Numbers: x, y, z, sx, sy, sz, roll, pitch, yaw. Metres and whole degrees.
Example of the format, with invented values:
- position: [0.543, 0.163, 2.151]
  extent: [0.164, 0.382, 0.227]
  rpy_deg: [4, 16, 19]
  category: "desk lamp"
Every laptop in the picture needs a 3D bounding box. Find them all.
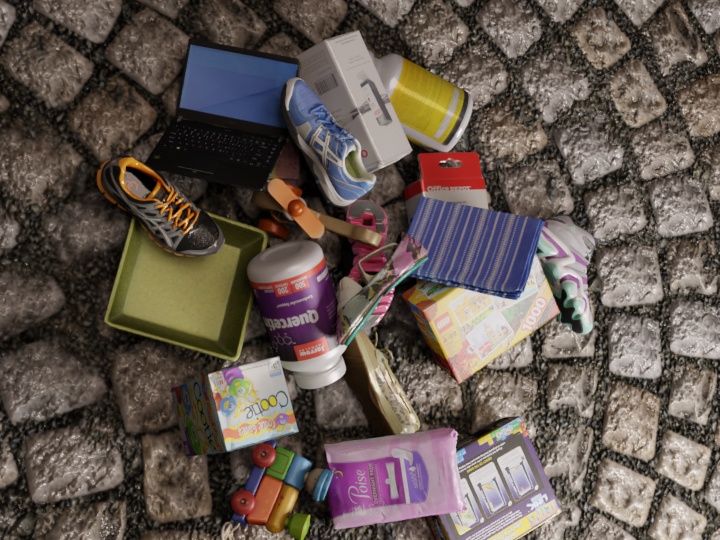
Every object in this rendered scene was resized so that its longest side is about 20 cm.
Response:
- position: [-0.195, -0.225, 1.639]
  extent: [0.176, 0.104, 0.200]
  rpy_deg: [12, 42, 8]
  category: "laptop"

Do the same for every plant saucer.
- position: [-0.251, 0.012, 1.637]
  extent: [0.199, 0.048, 0.201]
  rpy_deg: [18, 73, -19]
  category: "plant saucer"

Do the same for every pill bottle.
- position: [0.067, -0.270, 1.796]
  extent: [0.199, 0.112, 0.112]
  rpy_deg: [25, 71, -17]
  category: "pill bottle"
- position: [-0.084, 0.065, 1.645]
  extent: [0.112, 0.112, 0.201]
  rpy_deg: [-27, 111, -25]
  category: "pill bottle"

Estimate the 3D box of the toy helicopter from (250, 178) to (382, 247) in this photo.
- position: [-0.065, -0.077, 1.646]
  extent: [0.199, 0.132, 0.079]
  rpy_deg: [19, 82, 11]
  category: "toy helicopter"

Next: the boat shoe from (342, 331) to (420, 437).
- position: [0.025, 0.165, 1.717]
  extent: [0.063, 0.073, 0.201]
  rpy_deg: [-29, 102, -31]
  category: "boat shoe"

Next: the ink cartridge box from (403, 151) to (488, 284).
- position: [0.139, -0.082, 1.813]
  extent: [0.116, 0.067, 0.201]
  rpy_deg: [-3, 81, -24]
  category: "ink cartridge box"

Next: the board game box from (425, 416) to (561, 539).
- position: [0.190, 0.340, 1.756]
  extent: [0.199, 0.057, 0.166]
  rpy_deg: [-23, 91, -25]
  category: "board game box"

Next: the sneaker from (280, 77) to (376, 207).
- position: [-0.044, -0.191, 1.642]
  extent: [0.200, 0.077, 0.076]
  rpy_deg: [59, 42, -15]
  category: "sneaker"

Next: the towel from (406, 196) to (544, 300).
- position: [0.162, -0.037, 1.698]
  extent: [0.199, 0.024, 0.145]
  rpy_deg: [12, 60, 17]
  category: "towel"

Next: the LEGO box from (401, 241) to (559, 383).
- position: [0.185, 0.050, 1.750]
  extent: [0.200, 0.077, 0.149]
  rpy_deg: [-34, 119, -11]
  category: "LEGO box"

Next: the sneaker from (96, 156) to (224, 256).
- position: [-0.272, -0.087, 1.580]
  extent: [0.200, 0.077, 0.078]
  rpy_deg: [34, 67, -15]
  category: "sneaker"

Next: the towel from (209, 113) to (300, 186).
- position: [-0.161, -0.226, 1.739]
  extent: [0.143, 0.023, 0.201]
  rpy_deg: [4, 77, -22]
  category: "towel"

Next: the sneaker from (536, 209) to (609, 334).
- position: [0.363, -0.007, 1.888]
  extent: [0.140, 0.078, 0.201]
  rpy_deg: [-28, 91, -25]
  category: "sneaker"

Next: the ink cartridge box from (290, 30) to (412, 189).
- position: [-0.031, -0.235, 1.712]
  extent: [0.085, 0.145, 0.201]
  rpy_deg: [-28, 97, -45]
  category: "ink cartridge box"

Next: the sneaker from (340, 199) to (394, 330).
- position: [0.000, 0.000, 1.718]
  extent: [0.079, 0.095, 0.201]
  rpy_deg: [10, 67, -18]
  category: "sneaker"

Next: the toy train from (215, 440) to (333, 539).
- position: [-0.123, 0.345, 1.583]
  extent: [0.115, 0.085, 0.201]
  rpy_deg: [20, 70, 9]
  category: "toy train"

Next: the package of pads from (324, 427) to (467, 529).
- position: [0.049, 0.299, 1.654]
  extent: [0.199, 0.076, 0.121]
  rpy_deg: [-8, 85, 1]
  category: "package of pads"

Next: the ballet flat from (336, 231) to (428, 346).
- position: [0.015, 0.020, 1.631]
  extent: [0.071, 0.069, 0.200]
  rpy_deg: [43, 67, 2]
  category: "ballet flat"

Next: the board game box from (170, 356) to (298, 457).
- position: [-0.175, 0.187, 1.550]
  extent: [0.104, 0.200, 0.103]
  rpy_deg: [-12, 84, -25]
  category: "board game box"
